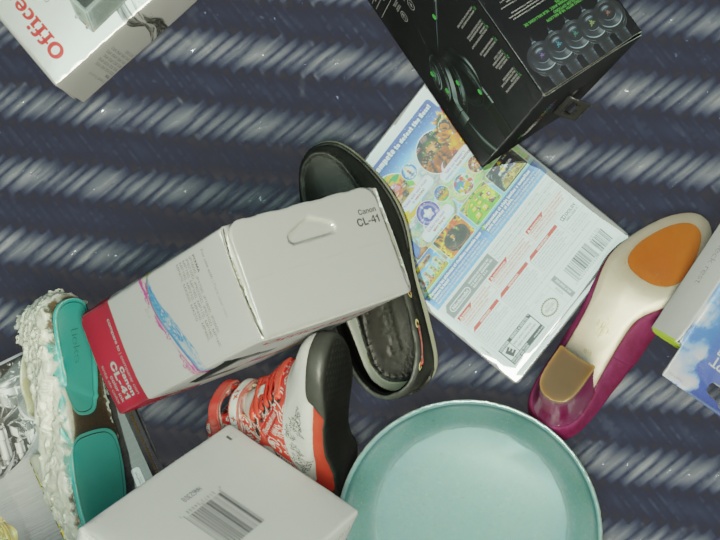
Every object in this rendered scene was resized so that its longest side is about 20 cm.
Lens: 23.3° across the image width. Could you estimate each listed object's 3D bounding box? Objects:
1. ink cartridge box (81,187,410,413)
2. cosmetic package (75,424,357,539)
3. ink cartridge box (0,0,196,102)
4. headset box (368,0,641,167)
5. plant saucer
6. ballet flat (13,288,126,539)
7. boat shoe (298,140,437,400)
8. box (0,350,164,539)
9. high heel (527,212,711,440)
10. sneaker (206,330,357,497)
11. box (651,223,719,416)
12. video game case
[{"bbox_3d":[-0.084,0.022,1.243,0.199,0.147,0.086,-25,84,49],"label":"ink cartridge box"},{"bbox_3d":[-0.123,0.248,1.198,0.122,0.199,0.201,32,117,14],"label":"cosmetic package"},{"bbox_3d":[-0.197,-0.252,1.342,0.200,0.083,0.147,-42,85,2],"label":"ink cartridge box"},{"bbox_3d":[0.095,-0.189,1.256,0.092,0.174,0.201,-32,84,-16],"label":"headset box"},{"bbox_3d":[0.082,0.193,1.309,0.198,0.036,0.202,1,98,7],"label":"plant saucer"},{"bbox_3d":[-0.219,0.116,1.299,0.071,0.072,0.202,-9,85,5],"label":"ballet flat"},{"bbox_3d":[0.002,-0.001,1.308,0.073,0.063,0.203,-20,90,17],"label":"boat shoe"},{"bbox_3d":[-0.235,0.163,1.348,0.157,0.048,0.202,-25,85,4],"label":"box"},{"bbox_3d":[0.198,0.045,1.318,0.067,0.096,0.201,31,70,16],"label":"high heel"},{"bbox_3d":[-0.063,0.101,1.266,0.107,0.202,0.068,14,59,12],"label":"sneaker"},{"bbox_3d":[0.303,0.014,1.274,0.122,0.048,0.201,34,91,-26],"label":"box"},{"bbox_3d":[0.088,-0.032,1.337,0.200,0.018,0.144,40,93,6],"label":"video game case"}]
